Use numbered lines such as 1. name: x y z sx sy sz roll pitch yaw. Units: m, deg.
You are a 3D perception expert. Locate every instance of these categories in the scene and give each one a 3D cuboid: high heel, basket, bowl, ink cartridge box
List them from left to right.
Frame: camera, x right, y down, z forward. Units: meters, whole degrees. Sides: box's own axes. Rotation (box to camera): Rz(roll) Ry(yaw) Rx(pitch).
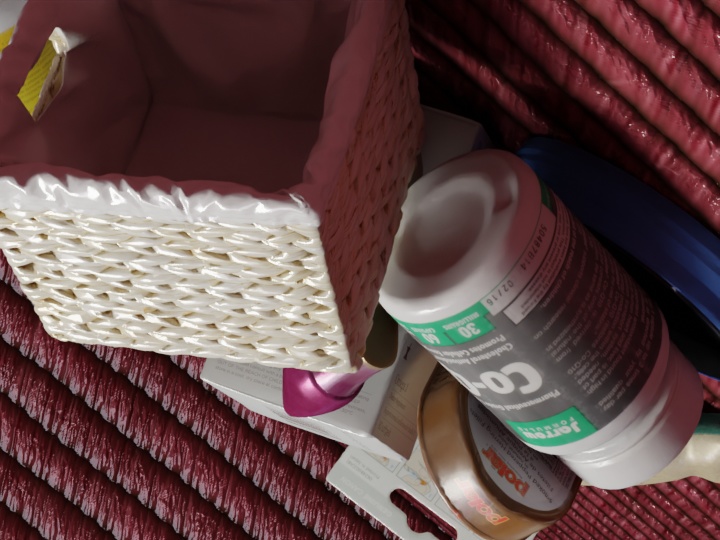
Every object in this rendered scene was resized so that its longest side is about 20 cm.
1. basket: -0.081 -0.068 1.324 0.198 0.199 0.161 6 143 14
2. high heel: -0.013 -0.014 1.453 0.067 0.202 0.096 13 152 -32
3. ink cartridge box: 0.094 0.130 1.915 0.160 0.201 0.047 36 172 7
4. bowl: 0.166 -0.002 1.486 0.200 0.039 0.201 36 171 7

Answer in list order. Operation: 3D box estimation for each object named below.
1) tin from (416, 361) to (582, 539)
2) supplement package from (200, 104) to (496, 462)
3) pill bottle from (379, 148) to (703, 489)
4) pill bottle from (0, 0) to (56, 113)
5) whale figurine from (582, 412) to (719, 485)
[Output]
1. tin: 0.097 0.078 1.502 0.112 0.200 0.042 45 129 -13
2. supplement package: 0.000 0.000 1.526 0.116 0.201 0.117 17 173 17
3. pill bottle: 0.105 0.032 1.408 0.200 0.113 0.113 43 169 -34
4. pill bottle: -0.235 -0.143 1.546 0.112 0.112 0.201 30 146 41
5. whale figurine: 0.189 0.101 1.813 0.198 0.105 0.159 8 160 19
